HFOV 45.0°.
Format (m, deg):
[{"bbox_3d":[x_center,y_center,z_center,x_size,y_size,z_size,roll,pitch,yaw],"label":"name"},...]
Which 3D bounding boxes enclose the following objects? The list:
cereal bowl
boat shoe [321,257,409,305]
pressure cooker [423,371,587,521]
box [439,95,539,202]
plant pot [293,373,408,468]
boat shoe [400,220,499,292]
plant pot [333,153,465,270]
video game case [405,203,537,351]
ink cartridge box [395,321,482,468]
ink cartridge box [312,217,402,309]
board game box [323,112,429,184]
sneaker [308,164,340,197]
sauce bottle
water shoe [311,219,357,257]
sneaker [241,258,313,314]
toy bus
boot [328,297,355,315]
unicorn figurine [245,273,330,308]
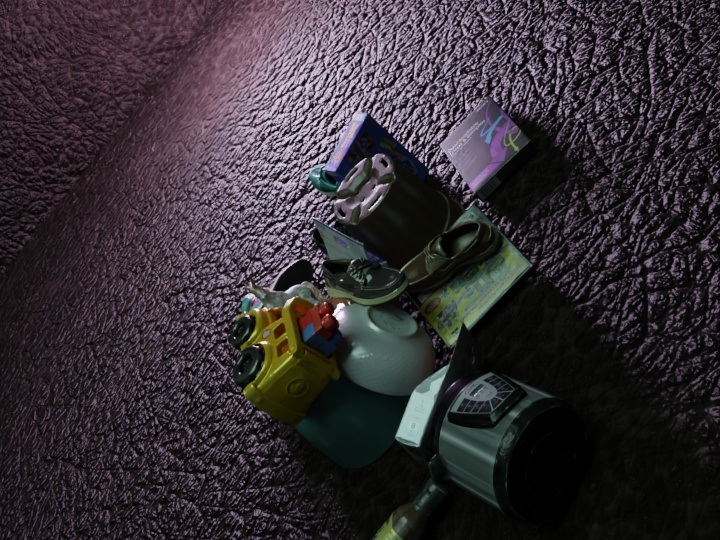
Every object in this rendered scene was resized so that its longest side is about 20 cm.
[{"bbox_3d":[0.039,0.116,1.466,0.201,0.197,0.084,-119,42,-52],"label":"cereal bowl"},{"bbox_3d":[-0.001,0.013,1.491,0.198,0.065,0.073,-1,38,47],"label":"boat shoe"},{"bbox_3d":[0.193,0.238,1.220,0.199,0.174,0.181,19,93,54],"label":"pressure cooker"},{"bbox_3d":[0.243,-0.238,1.675,0.143,0.036,0.201,-44,35,14],"label":"box"},{"bbox_3d":[-0.040,0.219,1.516,0.199,0.160,0.203,-29,42,30],"label":"plant pot"},{"bbox_3d":[0.141,-0.031,1.496,0.199,0.072,0.077,-32,54,21],"label":"boat shoe"},{"bbox_3d":[0.067,-0.100,1.624,0.199,0.198,0.202,-29,43,31],"label":"plant pot"},{"bbox_3d":[0.182,0.011,1.512,0.200,0.025,0.181,-46,50,10],"label":"video game case"},{"bbox_3d":[0.126,0.195,1.343,0.047,0.160,0.202,13,70,25],"label":"ink cartridge box"},{"bbox_3d":[0.000,0.000,1.627,0.040,0.202,0.199,-31,31,-18],"label":"ink cartridge box"},{"bbox_3d":[0.035,-0.201,1.741,0.045,0.199,0.136,16,73,53],"label":"board game box"},{"bbox_3d":[-0.063,-0.213,1.970,0.078,0.079,0.199,-57,35,-5],"label":"sneaker"},{"bbox_3d":[0.061,0.408,1.329,0.201,0.065,0.065,-51,35,2],"label":"sauce bottle"},{"bbox_3d":[-0.023,-0.069,1.804,0.198,0.079,0.072,-15,51,42],"label":"water shoe"},{"bbox_3d":[-0.189,0.059,1.895,0.201,0.084,0.120,-52,25,-24],"label":"sneaker"},{"bbox_3d":[-0.107,0.114,1.414,0.192,0.135,0.201,-45,35,19],"label":"toy bus"},{"bbox_3d":[-0.050,0.080,1.662,0.074,0.075,0.200,-18,7,-8],"label":"boot"},{"bbox_3d":[-0.146,0.070,1.723,0.074,0.199,0.138,-42,77,28],"label":"unicorn figurine"}]
